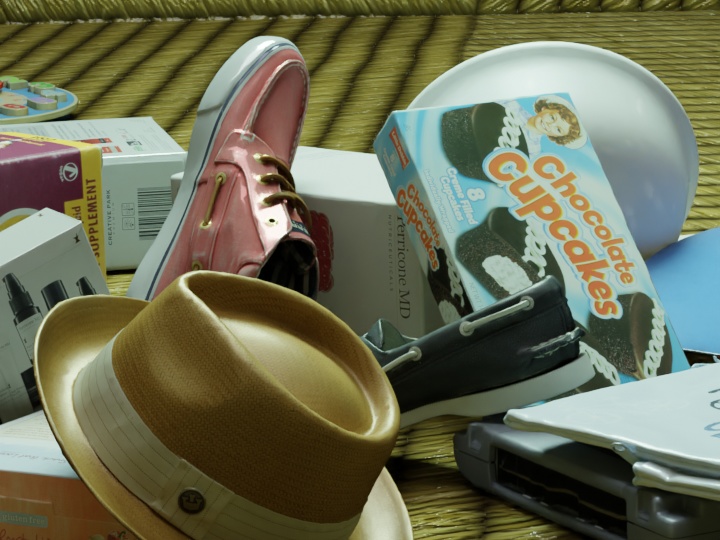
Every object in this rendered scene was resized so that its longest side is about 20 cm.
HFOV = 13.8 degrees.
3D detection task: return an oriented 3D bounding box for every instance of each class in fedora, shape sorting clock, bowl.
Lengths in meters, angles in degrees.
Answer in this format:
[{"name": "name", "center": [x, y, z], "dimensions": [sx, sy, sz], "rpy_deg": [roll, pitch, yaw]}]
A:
[{"name": "fedora", "center": [-0.048, 0.061, 1.336], "dimensions": [0.200, 0.082, 0.201], "rpy_deg": [27, 28, -16]}, {"name": "shape sorting clock", "center": [-0.370, -0.162, 2.848], "dimensions": [0.200, 0.039, 0.200], "rpy_deg": [-2, 11, 0]}, {"name": "bowl", "center": [0.113, -0.033, 1.824], "dimensions": [0.201, 0.201, 0.090], "rpy_deg": [-2, 38, -1]}]

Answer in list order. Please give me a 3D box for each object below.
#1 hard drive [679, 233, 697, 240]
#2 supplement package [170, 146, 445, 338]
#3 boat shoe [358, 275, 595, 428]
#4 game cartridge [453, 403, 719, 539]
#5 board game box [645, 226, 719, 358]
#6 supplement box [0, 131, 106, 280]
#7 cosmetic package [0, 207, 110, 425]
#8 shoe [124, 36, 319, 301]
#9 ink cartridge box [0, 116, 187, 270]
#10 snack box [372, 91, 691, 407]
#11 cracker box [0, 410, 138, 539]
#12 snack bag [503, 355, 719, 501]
[{"name": "hard drive", "center": [0.251, 0.005, 1.943], "dimensions": [0.132, 0.027, 0.200], "rpy_deg": [-5, 11, -19]}, {"name": "supplement package", "center": [0.000, 0.000, 1.761], "dimensions": [0.200, 0.121, 0.120], "rpy_deg": [7, 15, 41]}, {"name": "boat shoe", "center": [0.021, 0.053, 1.540], "dimensions": [0.200, 0.060, 0.076], "rpy_deg": [-17, 3, 16]}, {"name": "game cartridge", "center": [0.151, 0.099, 1.465], "dimensions": [0.133, 0.041, 0.200], "rpy_deg": [-11, 14, -26]}, {"name": "board game box", "center": [0.258, 0.032, 1.761], "dimensions": [0.200, 0.039, 0.158], "rpy_deg": [8, 30, 21]}, {"name": "supplement box", "center": [-0.261, -0.008, 1.818], "dimensions": [0.200, 0.131, 0.103], "rpy_deg": [-12, 15, -40]}, {"name": "cosmetic package", "center": [-0.216, 0.052, 1.473], "dimensions": [0.200, 0.083, 0.051], "rpy_deg": [-30, 21, -21]}, {"name": "shoe", "center": [-0.054, -0.035, 1.667], "dimensions": [0.091, 0.200, 0.071], "rpy_deg": [12, -18, 37]}, {"name": "ink cartridge box", "center": [-0.222, -0.055, 2.169], "dimensions": [0.175, 0.084, 0.200], "rpy_deg": [-3, 11, -10]}, {"name": "snack box", "center": [0.095, -0.002, 1.627], "dimensions": [0.116, 0.200, 0.037], "rpy_deg": [-8, -28, -28]}, {"name": "cracker box", "center": [-0.103, 0.100, 1.440], "dimensions": [0.134, 0.058, 0.200], "rpy_deg": [5, 12, 31]}, {"name": "snack bag", "center": [0.193, 0.077, 1.427], "dimensions": [0.188, 0.021, 0.200], "rpy_deg": [-11, 15, -42]}]
